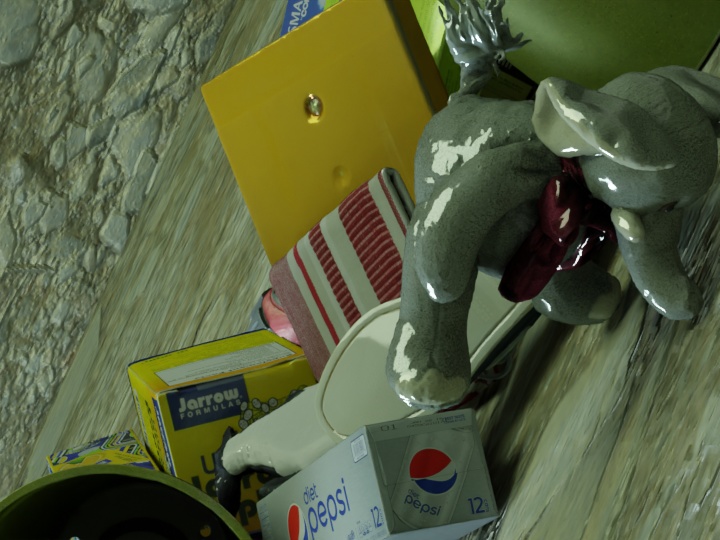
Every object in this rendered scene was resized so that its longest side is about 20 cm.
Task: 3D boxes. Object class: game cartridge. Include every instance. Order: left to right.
[{"bbox_3d":[-0.003,-0.063,1.655,0.176,0.200,0.032,-26,-6,40],"label":"game cartridge"}]

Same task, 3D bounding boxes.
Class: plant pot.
[{"bbox_3d":[-0.142,0.202,1.581,0.200,0.200,0.193,-63,1,5],"label":"plant pot"},{"bbox_3d":[0.102,-0.200,1.463,0.187,0.200,0.187,-60,11,21],"label":"plant pot"}]

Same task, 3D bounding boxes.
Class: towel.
[{"bbox_3d":[0.012,0.030,1.583,0.023,0.144,0.200,-23,-8,-27],"label":"towel"}]

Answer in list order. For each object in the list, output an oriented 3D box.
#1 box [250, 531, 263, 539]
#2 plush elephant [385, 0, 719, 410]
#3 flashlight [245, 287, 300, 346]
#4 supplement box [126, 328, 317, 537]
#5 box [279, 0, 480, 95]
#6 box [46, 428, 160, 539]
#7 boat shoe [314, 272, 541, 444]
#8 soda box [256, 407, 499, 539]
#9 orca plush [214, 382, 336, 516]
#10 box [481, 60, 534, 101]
[{"bbox_3d":[-0.133,0.203,1.820,0.200,0.156,0.041,-149,43,-79],"label":"box"},{"bbox_3d":[0.112,-0.037,1.248,0.155,0.165,0.200,6,105,42],"label":"plush elephant"},{"bbox_3d":[-0.018,-0.009,1.941,0.200,0.068,0.068,-57,10,38],"label":"flashlight"},{"bbox_3d":[-0.089,0.112,1.793,0.200,0.109,0.110,-161,57,-79],"label":"supplement box"},{"bbox_3d":[0.006,-0.145,1.747,0.200,0.048,0.122,12,89,51],"label":"box"},{"bbox_3d":[-0.170,0.164,1.793,0.200,0.070,0.064,-150,44,-76],"label":"box"},{"bbox_3d":[0.056,0.025,1.451,0.200,0.075,0.062,-49,-20,17],"label":"boat shoe"},{"bbox_3d":[0.006,0.134,1.459,0.200,0.068,0.063,138,122,-64],"label":"soda box"},{"bbox_3d":[-0.022,0.120,1.608,0.200,0.071,0.105,-35,25,45],"label":"orca plush"},{"bbox_3d":[0.045,-0.076,1.785,0.200,0.075,0.050,-62,10,20],"label":"box"}]
